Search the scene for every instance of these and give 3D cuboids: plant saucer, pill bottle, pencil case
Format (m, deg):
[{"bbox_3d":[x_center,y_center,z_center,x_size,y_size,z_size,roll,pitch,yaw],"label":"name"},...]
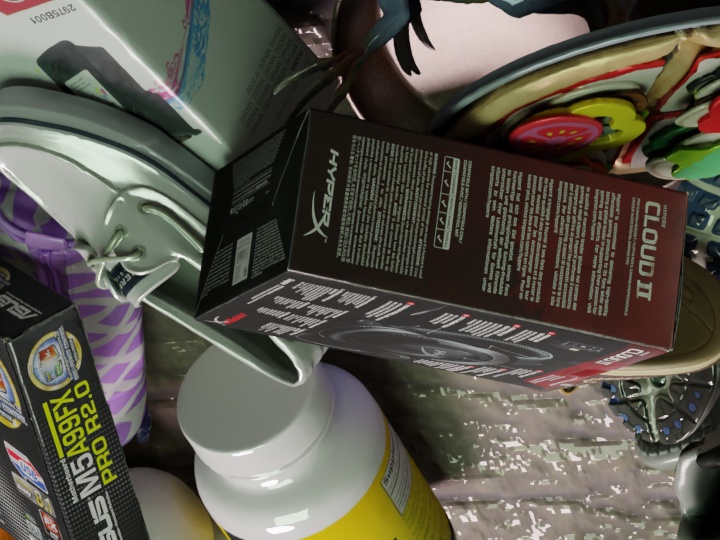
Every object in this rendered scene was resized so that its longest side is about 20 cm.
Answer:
[{"bbox_3d":[0.086,-0.109,1.310,0.199,0.035,0.201,8,137,7],"label":"plant saucer"},{"bbox_3d":[-0.026,0.120,1.516,0.111,0.112,0.200,-7,141,22],"label":"pill bottle"},{"bbox_3d":[-0.159,0.020,1.479,0.083,0.086,0.201,12,138,11],"label":"pencil case"}]

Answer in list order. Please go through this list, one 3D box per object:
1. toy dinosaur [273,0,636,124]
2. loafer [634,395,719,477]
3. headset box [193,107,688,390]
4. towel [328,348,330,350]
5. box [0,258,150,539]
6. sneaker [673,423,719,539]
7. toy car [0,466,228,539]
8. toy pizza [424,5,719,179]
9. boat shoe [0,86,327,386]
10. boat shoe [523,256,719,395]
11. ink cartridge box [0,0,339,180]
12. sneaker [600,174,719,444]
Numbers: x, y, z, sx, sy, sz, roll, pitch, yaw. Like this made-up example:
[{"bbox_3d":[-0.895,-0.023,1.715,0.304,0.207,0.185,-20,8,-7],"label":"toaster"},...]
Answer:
[{"bbox_3d":[0.035,-0.146,1.233,0.181,0.105,0.201,31,97,3],"label":"toy dinosaur"},{"bbox_3d":[0.242,0.074,1.448,0.199,0.076,0.070,-15,138,39],"label":"loafer"},{"bbox_3d":[0.043,-0.003,1.224,0.199,0.078,0.149,11,168,-17],"label":"headset box"},{"bbox_3d":[0.000,0.000,1.433,0.199,0.023,0.144,-6,148,25],"label":"towel"},{"bbox_3d":[-0.198,0.063,1.457,0.200,0.044,0.161,27,139,48],"label":"box"},{"bbox_3d":[0.216,0.066,1.331,0.075,0.115,0.201,36,115,20],"label":"sneaker"},{"bbox_3d":[-0.159,0.171,1.598,0.175,0.150,0.200,-40,152,10],"label":"toy car"},{"bbox_3d":[0.126,-0.067,1.220,0.199,0.032,0.200,-12,165,-3],"label":"toy pizza"},{"bbox_3d":[-0.095,-0.015,1.285,0.199,0.067,0.074,27,148,-7],"label":"boat shoe"},{"bbox_3d":[0.093,0.025,1.360,0.199,0.073,0.072,2,158,22],"label":"boat shoe"},{"bbox_3d":[-0.130,-0.112,1.307,0.145,0.083,0.200,-11,134,43],"label":"ink cartridge box"},{"bbox_3d":[0.189,-0.008,1.367,0.077,0.085,0.200,40,127,12],"label":"sneaker"}]
